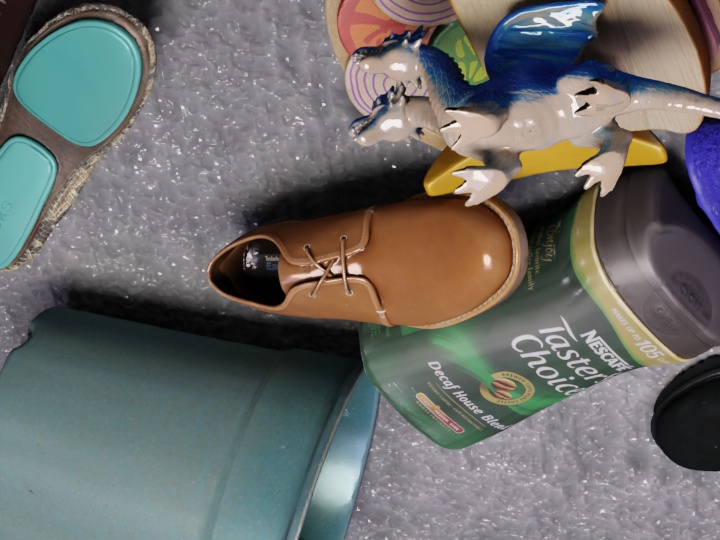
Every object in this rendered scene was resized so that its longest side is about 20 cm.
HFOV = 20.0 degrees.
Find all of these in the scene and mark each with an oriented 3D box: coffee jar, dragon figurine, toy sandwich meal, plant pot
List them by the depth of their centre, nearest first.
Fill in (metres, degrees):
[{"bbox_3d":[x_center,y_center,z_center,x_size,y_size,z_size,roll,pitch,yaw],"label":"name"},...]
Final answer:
[{"bbox_3d":[0.086,-0.082,0.911,0.200,0.099,0.059,-10,125,10],"label":"dragon figurine"},{"bbox_3d":[0.077,-0.107,0.978,0.205,0.070,0.205,7,136,7],"label":"toy sandwich meal"},{"bbox_3d":[0.104,0.021,1.094,0.200,0.085,0.104,-25,125,33],"label":"coffee jar"},{"bbox_3d":[-0.110,0.118,1.181,0.196,0.200,0.200,16,137,8],"label":"plant pot"}]

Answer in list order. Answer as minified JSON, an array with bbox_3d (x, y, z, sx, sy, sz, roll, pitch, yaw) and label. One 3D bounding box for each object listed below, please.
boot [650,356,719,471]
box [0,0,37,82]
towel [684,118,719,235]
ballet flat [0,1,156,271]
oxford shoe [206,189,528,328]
[{"bbox_3d":[0.245,0.116,1.103,0.198,0.163,0.073,-15,129,27],"label":"boot"},{"bbox_3d":[-0.283,-0.062,1.018,0.164,0.200,0.166,24,136,-12],"label":"box"},{"bbox_3d":[0.263,-0.018,0.988,0.200,0.050,0.148,0,142,51],"label":"towel"},{"bbox_3d":[-0.154,-0.080,1.061,0.068,0.075,0.200,36,129,-3],"label":"ballet flat"},{"bbox_3d":[0.000,0.000,1.060,0.200,0.071,0.071,-8,91,44],"label":"oxford shoe"}]
